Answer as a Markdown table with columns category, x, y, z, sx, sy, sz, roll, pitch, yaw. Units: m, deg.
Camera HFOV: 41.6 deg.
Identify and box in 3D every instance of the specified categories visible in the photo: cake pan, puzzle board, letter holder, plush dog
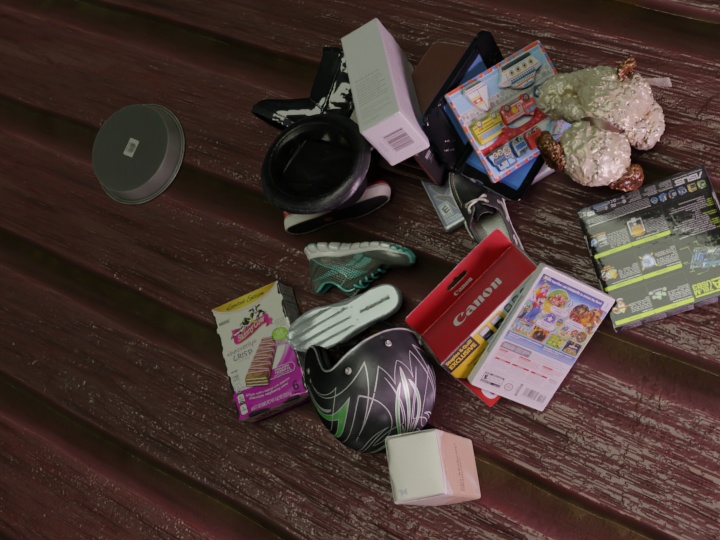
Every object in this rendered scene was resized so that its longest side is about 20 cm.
| category | x | y | z | sx | sy | sz | roll | pitch | yaw |
| --- | --- | --- | --- | --- | --- | --- | --- | --- | --- |
| cake pan | -0.427 | -0.227 | 1.793 | 0.198 | 0.037 | 0.202 | -5 | 75 | 21 |
| puzzle board | 0.239 | -0.246 | 1.445 | 0.199 | 0.017 | 0.151 | -33 | 96 | -23 |
| letter holder | 0.100 | -0.261 | 1.528 | 0.141 | 0.101 | 0.201 | 21 | 78 | 36 |
| plush dog | 0.351 | -0.203 | 1.372 | 0.198 | 0.161 | 0.173 | 18 | 79 | 0 |

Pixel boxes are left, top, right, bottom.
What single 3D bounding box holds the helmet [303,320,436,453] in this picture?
| category | x | y | z | sx | sy | sz | roll | pitch | yaw |
| --- | --- | --- | --- | --- | --- | --- | --- | --- | --- |
| helmet | 0.021 | 0.173 | 1.412 | 0.190 | 0.199 | 0.201 | 22 | 85 | 56 |

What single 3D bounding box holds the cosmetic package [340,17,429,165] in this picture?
| category | x | y | z | sx | sy | sz | roll | pitch | yaw |
| --- | --- | --- | --- | --- | --- | --- | --- | --- | --- |
| cosmetic package | 0.036 | -0.274 | 1.447 | 0.071 | 0.101 | 0.201 | -24 | 54 | 21 |

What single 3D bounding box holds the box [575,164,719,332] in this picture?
| category | x | y | z | sx | sy | sz | roll | pitch | yaw |
| --- | --- | --- | --- | --- | --- | --- | --- | --- | --- |
| box | 0.439 | -0.031 | 1.387 | 0.199 | 0.047 | 0.195 | -20 | 73 | 16 |

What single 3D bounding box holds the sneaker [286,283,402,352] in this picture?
| category | x | y | z | sx | sy | sz | roll | pitch | yaw |
| --- | --- | --- | --- | --- | --- | --- | --- | --- | --- |
| sneaker | -0.021 | 0.082 | 1.527 | 0.198 | 0.071 | 0.074 | -21 | 78 | 7 |

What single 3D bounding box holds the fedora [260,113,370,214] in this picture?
| category | x | y | z | sx | sy | sz | roll | pitch | yaw |
| --- | --- | --- | --- | --- | --- | --- | --- | --- | --- |
| fedora | -0.060 | -0.155 | 1.520 | 0.199 | 0.092 | 0.202 | -13 | 58 | 22 |

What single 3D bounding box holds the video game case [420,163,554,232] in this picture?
| category | x | y | z | sx | sy | sz | roll | pitch | yaw |
| --- | --- | --- | --- | --- | --- | --- | --- | --- | --- |
| video game case | 0.188 | -0.188 | 1.539 | 0.199 | 0.023 | 0.183 | -30 | 68 | 13 |

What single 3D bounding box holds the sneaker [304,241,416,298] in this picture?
| category | x | y | z | sx | sy | sz | roll | pitch | yaw |
| --- | --- | --- | --- | --- | --- | --- | --- | --- | --- |
| sneaker | 0.000 | 0.000 | 1.552 | 0.198 | 0.077 | 0.092 | -2 | 85 | 30 |

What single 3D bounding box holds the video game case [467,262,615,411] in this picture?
| category | x | y | z | sx | sy | sz | roll | pitch | yaw |
| --- | --- | --- | --- | --- | --- | --- | --- | --- | --- |
| video game case | 0.260 | 0.099 | 1.362 | 0.201 | 0.142 | 0.018 | -60 | 28 | 15 |

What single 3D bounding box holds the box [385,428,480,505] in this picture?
| category | x | y | z | sx | sy | sz | roll | pitch | yaw |
| --- | --- | --- | --- | --- | --- | --- | --- | --- | --- |
| box | 0.107 | 0.286 | 1.360 | 0.077 | 0.200 | 0.096 | -13 | 73 | 17 |

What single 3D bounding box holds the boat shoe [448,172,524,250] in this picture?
| category | x | y | z | sx | sy | sz | roll | pitch | yaw |
| --- | --- | --- | --- | --- | --- | --- | --- | --- | --- |
| boat shoe | 0.193 | -0.082 | 1.472 | 0.073 | 0.060 | 0.201 | -26 | 81 | 15 |

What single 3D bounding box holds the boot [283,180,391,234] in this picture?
| category | x | y | z | sx | sy | sz | roll | pitch | yaw |
| --- | --- | --- | --- | --- | --- | --- | --- | --- | --- |
| boot | -0.048 | -0.157 | 1.605 | 0.198 | 0.072 | 0.146 | -14 | 71 | 22 |

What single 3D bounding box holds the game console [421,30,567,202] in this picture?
| category | x | y | z | sx | sy | sz | roll | pitch | yaw |
| --- | --- | --- | --- | --- | --- | --- | --- | --- | --- |
| game console | 0.213 | -0.238 | 1.451 | 0.118 | 0.171 | 0.201 | 16 | 65 | 41 |

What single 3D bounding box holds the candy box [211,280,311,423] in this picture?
| category | x | y | z | sx | sy | sz | roll | pitch | yaw |
| --- | --- | --- | --- | --- | --- | --- | --- | --- | --- |
| candy box | -0.158 | 0.136 | 1.582 | 0.136 | 0.061 | 0.201 | -24 | 69 | 16 |

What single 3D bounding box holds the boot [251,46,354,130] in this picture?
| category | x | y | z | sx | sy | sz | roll | pitch | yaw |
| --- | --- | --- | --- | --- | --- | --- | --- | --- | --- |
| boot | -0.076 | -0.311 | 1.650 | 0.197 | 0.073 | 0.164 | 21 | 88 | 18 |

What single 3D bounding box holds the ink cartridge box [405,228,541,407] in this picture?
| category | x | y | z | sx | sy | sz | roll | pitch | yaw |
| --- | --- | --- | --- | --- | --- | --- | --- | --- | --- |
| ink cartridge box | 0.194 | 0.069 | 1.383 | 0.200 | 0.175 | 0.084 | -46 | 33 | 7 |

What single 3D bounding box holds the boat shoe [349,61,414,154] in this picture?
| category | x | y | z | sx | sy | sz | roll | pitch | yaw |
| --- | --- | --- | --- | --- | --- | --- | --- | --- | --- |
| boat shoe | 0.024 | -0.269 | 1.601 | 0.074 | 0.093 | 0.201 | 31 | 58 | 2 |
